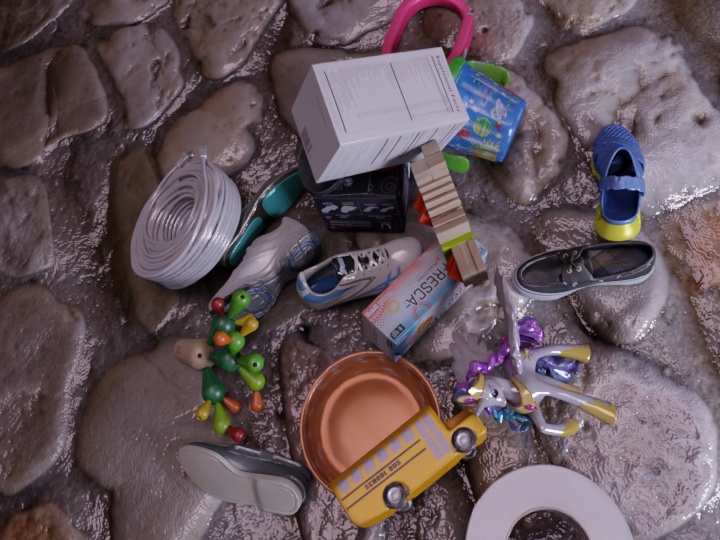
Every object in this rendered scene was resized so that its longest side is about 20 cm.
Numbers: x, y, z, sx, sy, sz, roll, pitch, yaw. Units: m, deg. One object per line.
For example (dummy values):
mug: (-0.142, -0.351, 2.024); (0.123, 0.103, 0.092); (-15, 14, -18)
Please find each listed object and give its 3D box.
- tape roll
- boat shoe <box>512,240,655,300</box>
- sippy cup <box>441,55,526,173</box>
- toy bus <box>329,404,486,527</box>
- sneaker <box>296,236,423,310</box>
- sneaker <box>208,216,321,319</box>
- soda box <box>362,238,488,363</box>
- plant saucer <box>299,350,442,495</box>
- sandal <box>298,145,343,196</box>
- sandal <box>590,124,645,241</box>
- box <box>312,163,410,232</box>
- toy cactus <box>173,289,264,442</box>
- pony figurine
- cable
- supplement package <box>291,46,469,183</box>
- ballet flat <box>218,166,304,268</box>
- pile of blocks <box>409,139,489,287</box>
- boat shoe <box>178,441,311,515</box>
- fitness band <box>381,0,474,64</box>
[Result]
tape roll: (0.224, 0.342, 0.821); (0.194, 0.066, 0.206); (-4, 67, 10)
boat shoe: (0.309, -0.008, 0.951); (0.194, 0.057, 0.070); (-9, 66, 7)
sippy cup: (0.176, -0.233, 1.036); (0.128, 0.140, 0.182); (24, 97, 9)
toy bus: (0.063, 0.239, 0.855); (0.198, 0.065, 0.079); (-37, 65, -5)
sneaker: (0.000, 0.000, 1.000); (0.195, 0.073, 0.073); (-21, 64, 0)
sneaker: (-0.151, 0.001, 1.040); (0.199, 0.075, 0.087); (-40, 49, -9)
soda box: (0.091, 0.029, 0.956); (0.068, 0.064, 0.199); (39, 69, 22)
plant saucer: (0.015, 0.212, 0.929); (0.194, 0.038, 0.206); (-3, 68, 8)
sandal: (-0.039, -0.202, 0.977); (0.073, 0.048, 0.205); (15, 71, 17)
sandal: (0.368, -0.142, 0.965); (0.077, 0.088, 0.204); (0, 50, 12)
box: (0.009, -0.172, 1.045); (0.128, 0.115, 0.205); (1, 67, 13)
toy cactus: (-0.208, 0.129, 0.972); (0.162, 0.101, 0.206); (5, 97, 35)
pony figurine: (0.200, 0.120, 0.867); (0.194, 0.169, 0.195); (11, 37, -12)
cable: (-0.270, -0.071, 1.051); (0.199, 0.069, 0.202); (-42, 46, 11)
supplement package: (0.025, -0.207, 0.910); (0.195, 0.109, 0.116); (-15, 78, -25)
ballet flat: (-0.165, -0.096, 1.074); (0.063, 0.068, 0.201); (32, 77, 28)
pile of blocks: (0.110, -0.067, 0.918); (0.061, 0.082, 0.205); (-21, 87, 7)
boat shoe: (-0.157, 0.273, 0.936); (0.195, 0.075, 0.062); (11, 27, 22)
fitness band: (0.113, -0.391, 1.157); (0.140, 0.038, 0.204); (15, 71, 16)
